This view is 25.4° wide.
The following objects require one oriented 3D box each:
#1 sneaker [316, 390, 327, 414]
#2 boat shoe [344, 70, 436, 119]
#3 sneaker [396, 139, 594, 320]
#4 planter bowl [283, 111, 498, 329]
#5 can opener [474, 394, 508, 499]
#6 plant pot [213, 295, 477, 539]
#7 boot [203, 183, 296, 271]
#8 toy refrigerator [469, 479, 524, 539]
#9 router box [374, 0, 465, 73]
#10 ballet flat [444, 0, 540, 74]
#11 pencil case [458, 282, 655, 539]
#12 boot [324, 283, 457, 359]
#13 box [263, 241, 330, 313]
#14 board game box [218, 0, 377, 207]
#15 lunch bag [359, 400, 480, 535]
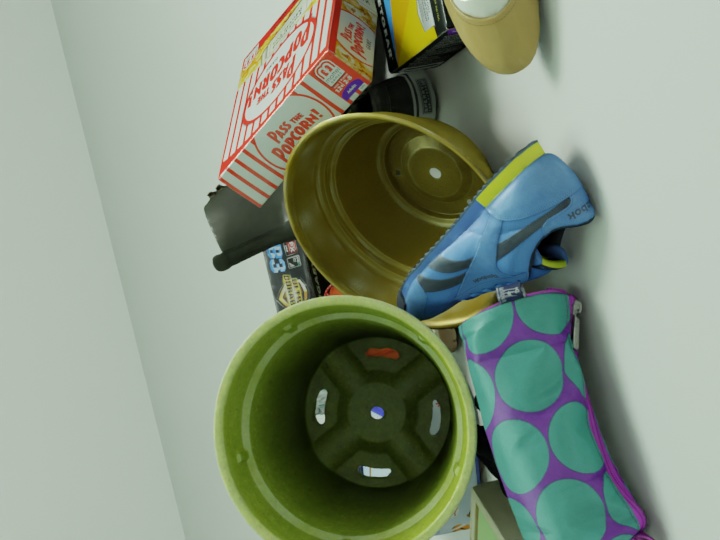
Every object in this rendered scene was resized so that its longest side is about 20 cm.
[{"bbox_3d":[-0.043,0.108,1.770,0.200,0.077,0.092,141,120,-70],"label":"sneaker"},{"bbox_3d":[0.009,-0.132,1.428,0.200,0.063,0.071,136,121,-72],"label":"boat shoe"},{"bbox_3d":[0.095,-0.007,1.151,0.078,0.066,0.200,47,135,6],"label":"sneaker"},{"bbox_3d":[0.045,-0.058,1.255,0.199,0.084,0.202,18,134,20],"label":"planter bowl"},{"bbox_3d":[0.120,0.134,1.265,0.079,0.063,0.200,54,179,-13],"label":"can opener"},{"bbox_3d":[0.000,0.119,1.261,0.184,0.199,0.202,1,-104,-82],"label":"plant pot"},{"bbox_3d":[-0.091,-0.102,1.447,0.078,0.137,0.201,62,-173,-48],"label":"boot"},{"bbox_3d":[0.127,0.269,1.305,0.076,0.069,0.201,-123,27,-51],"label":"toy refrigerator"},{"bbox_3d":[0.045,-0.268,1.230,0.149,0.051,0.202,158,100,-73],"label":"router box"},{"bbox_3d":[0.075,-0.235,1.107,0.063,0.068,0.202,4,-109,-66],"label":"ballet flat"},{"bbox_3d":[0.137,0.111,1.132,0.085,0.092,0.202,15,-124,-68],"label":"pencil case"},{"bbox_3d":[0.000,0.000,1.440,0.075,0.106,0.201,92,155,-67],"label":"boot"},{"bbox_3d":[-0.054,-0.026,1.601,0.198,0.049,0.202,36,-141,-74],"label":"box"},{"bbox_3d":[-0.047,-0.166,1.324,0.152,0.046,0.201,-46,22,29],"label":"board game box"},{"bbox_3d":[0.046,0.157,1.497,0.200,0.075,0.162,-164,66,-71],"label":"lunch bag"}]
